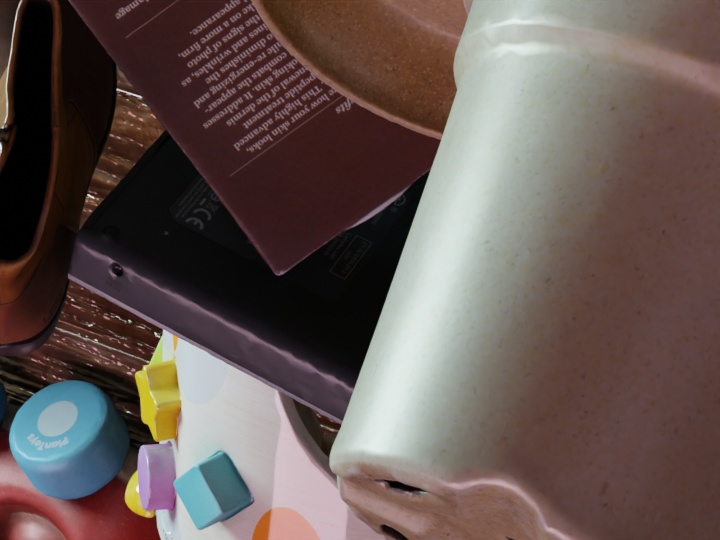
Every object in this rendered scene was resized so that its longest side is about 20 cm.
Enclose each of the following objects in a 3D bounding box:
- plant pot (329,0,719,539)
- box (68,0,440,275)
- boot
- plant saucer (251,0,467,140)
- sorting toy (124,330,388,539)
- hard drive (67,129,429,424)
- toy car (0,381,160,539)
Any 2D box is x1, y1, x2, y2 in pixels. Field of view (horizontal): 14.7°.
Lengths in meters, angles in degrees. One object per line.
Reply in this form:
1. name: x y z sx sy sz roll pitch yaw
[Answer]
1. plant pot: 0.086 0.016 0.906 0.200 0.184 0.201 25 163 8
2. box: -0.049 -0.106 1.056 0.200 0.100 0.075 54 -178 -33
3. boot: -0.136 -0.072 1.101 0.068 0.189 0.200 13 165 -2
4. plant saucer: 0.056 -0.113 0.977 0.199 0.036 0.200 10 147 6
5. sorting toy: -0.059 0.048 1.282 0.200 0.106 0.181 -121 22 -61
6. hard drive: 0.000 0.000 1.151 0.200 0.140 0.033 28 135 10
7. toy car: -0.208 0.183 1.585 0.176 0.200 0.185 14 147 31
